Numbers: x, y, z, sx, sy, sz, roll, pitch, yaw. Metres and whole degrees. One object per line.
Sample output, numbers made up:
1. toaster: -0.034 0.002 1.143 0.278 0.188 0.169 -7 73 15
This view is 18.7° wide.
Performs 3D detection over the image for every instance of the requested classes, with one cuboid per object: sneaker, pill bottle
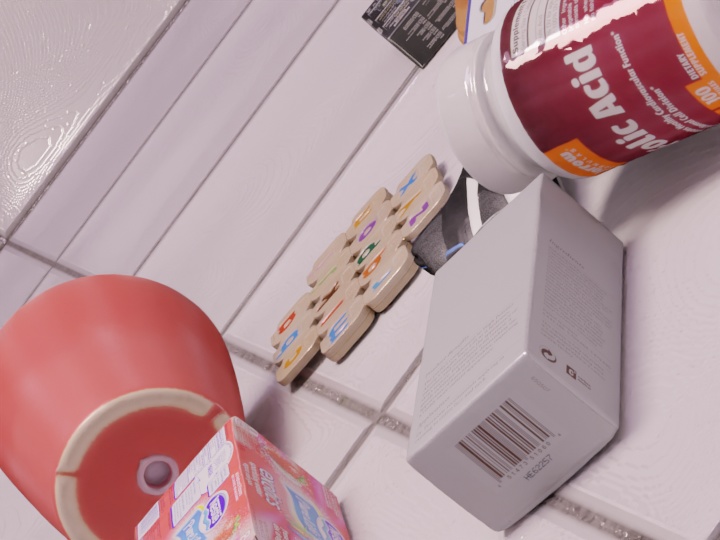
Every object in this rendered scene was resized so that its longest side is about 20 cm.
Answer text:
1. sneaker: 0.078 -0.050 1.453 0.112 0.073 0.200 -44 19 21
2. pill bottle: 0.148 -0.121 1.271 0.200 0.114 0.114 -23 31 39

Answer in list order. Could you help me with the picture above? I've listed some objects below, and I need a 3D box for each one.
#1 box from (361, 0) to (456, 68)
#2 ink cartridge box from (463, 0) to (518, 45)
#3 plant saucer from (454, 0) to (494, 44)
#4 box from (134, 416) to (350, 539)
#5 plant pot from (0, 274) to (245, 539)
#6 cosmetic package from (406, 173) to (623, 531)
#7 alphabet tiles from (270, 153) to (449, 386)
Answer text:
1. box: 0.089 -0.286 2.006 0.200 0.043 0.160 -51 15 5
2. ink cartridge box: 0.159 -0.235 1.648 0.200 0.041 0.200 -37 30 37
3. plant saucer: 0.143 -0.271 1.831 0.200 0.037 0.200 -47 16 17
4. box: -0.067 0.181 1.312 0.103 0.095 0.200 -50 16 7
5. plant pot: -0.168 0.120 1.599 0.201 0.200 0.177 -51 25 3
6. cosmetic package: 0.090 0.042 1.222 0.102 0.074 0.200 -43 16 28
7. alphabet tiles: 0.000 0.000 1.677 0.196 0.015 0.200 -49 16 10
